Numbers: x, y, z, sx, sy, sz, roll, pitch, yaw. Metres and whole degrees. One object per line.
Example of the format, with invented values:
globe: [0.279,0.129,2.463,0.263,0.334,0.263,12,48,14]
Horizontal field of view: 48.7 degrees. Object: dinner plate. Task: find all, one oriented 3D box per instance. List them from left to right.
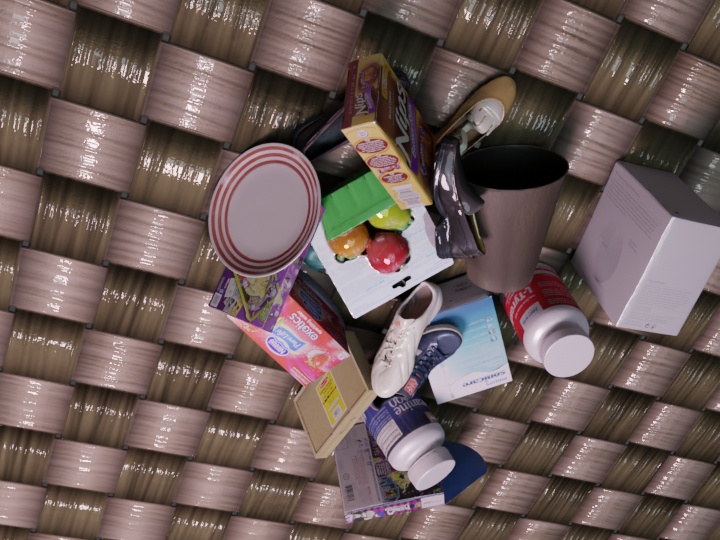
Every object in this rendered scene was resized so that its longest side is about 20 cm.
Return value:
dinner plate: [-0.139,-0.088,1.169,0.200,0.201,0.024,-40,152,15]

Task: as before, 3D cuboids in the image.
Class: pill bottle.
pill bottle: [0.079,0.279,1.404,0.110,0.201,0.112,-25,147,-18]
pill bottle: [0.314,0.083,1.338,0.111,0.201,0.113,-5,123,-8]

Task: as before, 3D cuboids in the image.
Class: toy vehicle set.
toy vehicle set: [-0.045,0.217,1.378,0.026,0.125,0.201,4,135,-36]

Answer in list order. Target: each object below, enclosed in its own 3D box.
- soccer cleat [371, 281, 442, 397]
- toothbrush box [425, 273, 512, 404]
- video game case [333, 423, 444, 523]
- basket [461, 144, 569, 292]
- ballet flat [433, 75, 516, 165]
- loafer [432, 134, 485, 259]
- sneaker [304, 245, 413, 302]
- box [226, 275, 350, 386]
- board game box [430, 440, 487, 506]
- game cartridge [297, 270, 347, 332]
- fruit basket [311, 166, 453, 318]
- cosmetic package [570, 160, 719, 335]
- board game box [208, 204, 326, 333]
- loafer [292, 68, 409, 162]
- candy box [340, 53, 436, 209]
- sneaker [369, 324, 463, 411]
soccer cleat: [0.068,0.106,1.275,0.202,0.069,0.078,-62,155,-7]
toothbrush box: [0.173,0.120,1.403,0.145,0.086,0.202,-19,122,4]
video game case: [0.045,0.357,1.460,0.179,0.201,0.036,-11,125,-4]
basket: [0.232,-0.078,1.268,0.178,0.137,0.202,-11,128,-13]
ballet flat: [0.164,-0.209,1.209,0.200,0.063,0.068,-42,120,15]
loafer: [0.147,-0.105,1.160,0.071,0.073,0.202,7,131,19]
sneaker: [0.000,0.000,1.297,0.198,0.080,0.072,15,120,-18]
box: [-0.116,0.078,1.276,0.099,0.096,0.200,-35,121,13]
board game box: [0.142,0.394,1.496,0.199,0.157,0.039,-25,117,-37]
game cartridge: [-0.112,0.078,1.355,0.133,0.041,0.200,-36,121,8]
fruit basket: [0.022,-0.054,1.239,0.184,0.094,0.201,-30,109,4]
cosmetic package: [0.465,-0.039,1.291,0.121,0.200,0.202,8,121,-15]
board game box: [-0.139,-0.019,1.182,0.032,0.119,0.202,33,78,-49]
loafer: [-0.009,-0.219,1.169,0.199,0.063,0.072,-31,121,10]
candy box: [0.044,-0.188,1.108,0.056,0.118,0.200,-9,149,26]
sneaker: [0.090,0.169,1.324,0.199,0.085,0.075,-37,118,21]
